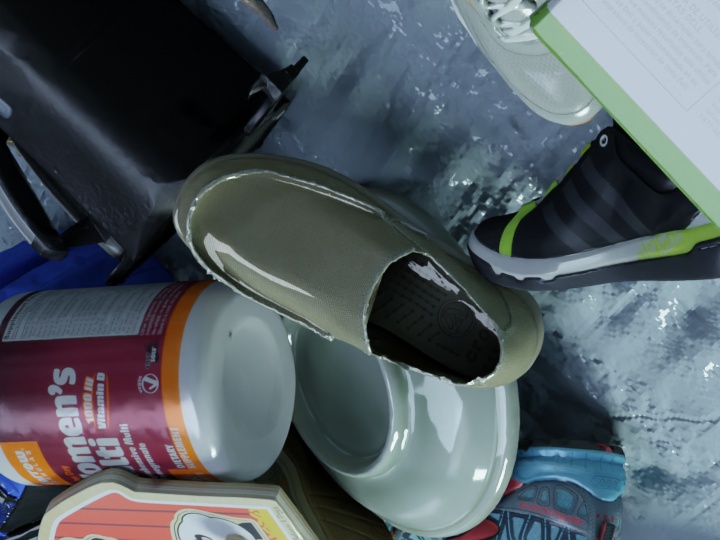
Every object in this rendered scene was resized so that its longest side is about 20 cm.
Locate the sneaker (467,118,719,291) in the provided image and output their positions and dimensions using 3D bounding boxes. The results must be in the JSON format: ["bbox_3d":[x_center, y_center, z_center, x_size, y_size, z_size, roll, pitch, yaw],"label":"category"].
[{"bbox_3d":[0.129,-0.039,1.019,0.200,0.072,0.083,-5,98,48],"label":"sneaker"}]

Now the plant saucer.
[{"bbox_3d":[0.003,0.056,1.185,0.200,0.050,0.201,27,126,45],"label":"plant saucer"}]

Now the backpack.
[{"bbox_3d":[-0.194,0.064,1.364,0.168,0.162,0.200,51,148,5],"label":"backpack"}]

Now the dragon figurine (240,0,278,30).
[{"bbox_3d":[-0.118,-0.200,1.098,0.200,0.100,0.059,22,142,0],"label":"dragon figurine"}]

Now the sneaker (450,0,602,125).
[{"bbox_3d":[0.054,-0.139,0.935,0.076,0.092,0.200,-15,119,25],"label":"sneaker"}]

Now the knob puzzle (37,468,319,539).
[{"bbox_3d":[-0.098,0.179,1.198,0.219,0.031,0.220,14,145,10],"label":"knob puzzle"}]

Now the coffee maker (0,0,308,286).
[{"bbox_3d":[-0.143,-0.122,1.169,0.200,0.135,0.192,44,121,-1],"label":"coffee maker"}]

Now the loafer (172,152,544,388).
[{"bbox_3d":[0.000,0.000,1.078,0.200,0.076,0.068,23,-171,0],"label":"loafer"}]

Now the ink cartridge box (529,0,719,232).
[{"bbox_3d":[0.190,-0.117,0.853,0.148,0.076,0.200,46,120,-1],"label":"ink cartridge box"}]

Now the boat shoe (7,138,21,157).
[{"bbox_3d":[-0.218,-0.112,1.292,0.201,0.063,0.073,48,146,-4],"label":"boat shoe"}]

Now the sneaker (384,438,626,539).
[{"bbox_3d":[0.073,0.159,1.216,0.079,0.096,0.200,10,157,-26],"label":"sneaker"}]

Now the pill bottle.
[{"bbox_3d":[-0.145,0.063,1.189,0.200,0.110,0.110,-4,125,26],"label":"pill bottle"}]

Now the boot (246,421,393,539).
[{"bbox_3d":[-0.072,0.170,1.278,0.073,0.155,0.200,27,-161,-49],"label":"boot"}]
